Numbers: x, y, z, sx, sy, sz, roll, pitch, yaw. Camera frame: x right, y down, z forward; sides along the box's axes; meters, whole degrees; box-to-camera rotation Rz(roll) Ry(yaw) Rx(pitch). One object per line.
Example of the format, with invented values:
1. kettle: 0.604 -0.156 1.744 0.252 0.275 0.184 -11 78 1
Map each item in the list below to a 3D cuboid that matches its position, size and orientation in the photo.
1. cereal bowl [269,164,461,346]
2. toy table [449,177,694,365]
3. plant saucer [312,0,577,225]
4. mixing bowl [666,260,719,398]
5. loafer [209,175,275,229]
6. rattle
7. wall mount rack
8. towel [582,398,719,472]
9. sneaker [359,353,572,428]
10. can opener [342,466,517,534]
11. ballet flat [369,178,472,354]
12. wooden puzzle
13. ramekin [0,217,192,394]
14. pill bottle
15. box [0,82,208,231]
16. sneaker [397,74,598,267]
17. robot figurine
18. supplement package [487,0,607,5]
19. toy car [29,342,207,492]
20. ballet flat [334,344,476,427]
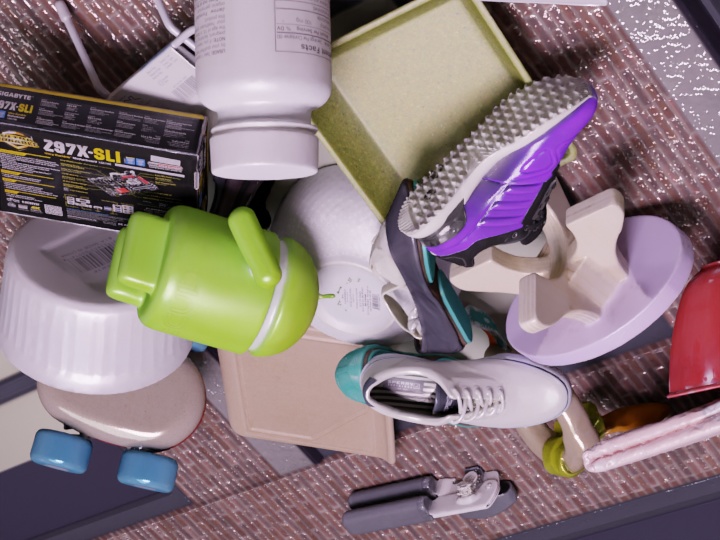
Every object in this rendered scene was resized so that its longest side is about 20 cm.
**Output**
1. cereal bowl: 0.000 0.000 1.640 0.199 0.084 0.201 11 133 12
2. toy table: 0.181 -0.002 1.518 0.200 0.185 0.117 -36 129 28
3. plant saucer: 0.060 -0.149 1.495 0.199 0.048 0.200 -22 121 27
4. mixing bowl: 0.356 0.040 1.498 0.199 0.200 0.109 -16 81 31
5. loafer: -0.110 -0.058 1.633 0.063 0.072 0.201 20 132 8
6. rattle: 0.193 0.090 1.682 0.200 0.142 0.130 55 175 19
7. wall mount rack: -0.186 -0.197 1.539 0.174 0.075 0.200 39 132 -21
8. towel: 0.328 0.138 1.591 0.190 0.200 0.032 -25 77 33
9. sneaker: 0.096 0.119 1.582 0.199 0.071 0.073 1 108 6
10. can opener: 0.073 0.259 1.870 0.199 0.053 0.067 -13 126 29
11. ballet flat: 0.046 0.004 1.546 0.073 0.073 0.201 -2 134 22
12. wooden puzzle: -0.056 0.117 1.805 0.199 0.037 0.186 11 134 17
13. ramekin: -0.258 0.019 1.677 0.199 0.201 0.098 15 126 6
14. pill bottle: -0.080 -0.180 1.412 0.114 0.201 0.114 -1 175 0
15. box: -0.240 -0.096 1.567 0.199 0.050 0.160 9 149 0
16. sneaker: 0.134 -0.077 1.450 0.200 0.070 0.099 -40 120 17
17. robot figurine: -0.127 0.011 1.559 0.199 0.116 0.175 17 155 -16
18. supplement package: 0.138 -0.313 1.281 0.109 0.114 0.201 5 134 17
19. toy car: -0.252 0.137 1.832 0.176 0.185 0.200 13 168 -2
20. ballet flat: 0.052 0.114 1.710 0.199 0.068 0.070 19 161 -41
